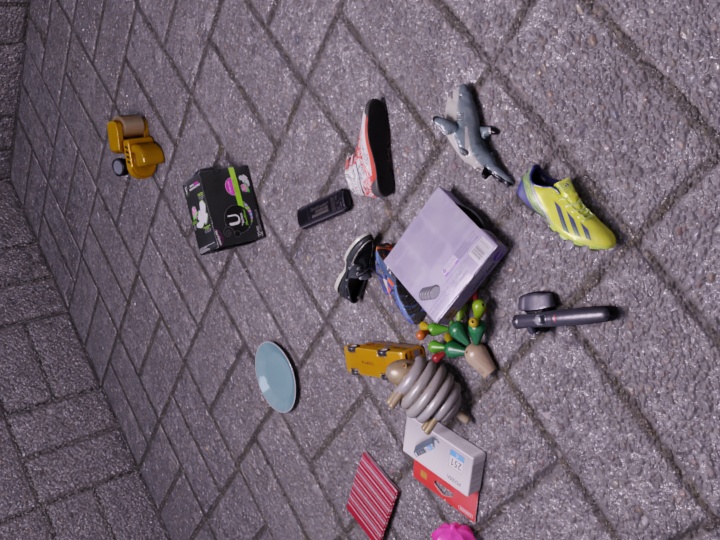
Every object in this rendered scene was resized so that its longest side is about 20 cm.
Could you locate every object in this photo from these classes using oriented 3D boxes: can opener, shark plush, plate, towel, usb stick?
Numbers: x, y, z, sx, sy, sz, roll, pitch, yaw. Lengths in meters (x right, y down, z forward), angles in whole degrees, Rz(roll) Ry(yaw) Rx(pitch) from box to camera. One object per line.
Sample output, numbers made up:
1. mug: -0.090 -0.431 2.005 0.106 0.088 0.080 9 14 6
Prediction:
1. can opener: 0.342 0.078 1.344 0.199 0.063 0.080 -3 98 52
2. shark plush: 0.208 -0.236 1.417 0.083 0.091 0.201 -37 64 18
3. plate: -0.227 0.290 2.164 0.199 0.025 0.203 20 117 46
4. towel: 0.029 0.561 1.929 0.145 0.022 0.202 42 130 38
5. usb stick: -0.088 -0.142 1.844 0.199 0.032 0.056 -17 81 53

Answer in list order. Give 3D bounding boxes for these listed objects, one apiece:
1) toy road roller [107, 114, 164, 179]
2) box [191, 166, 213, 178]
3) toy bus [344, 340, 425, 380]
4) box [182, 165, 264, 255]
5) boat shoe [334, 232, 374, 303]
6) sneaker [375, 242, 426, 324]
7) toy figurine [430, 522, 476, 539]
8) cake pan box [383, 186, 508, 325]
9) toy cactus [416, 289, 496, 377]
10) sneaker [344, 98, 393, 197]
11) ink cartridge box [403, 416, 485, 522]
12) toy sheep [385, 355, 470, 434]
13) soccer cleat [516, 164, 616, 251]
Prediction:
1. toy road roller: -0.696 -0.389 2.472 0.145 0.122 0.203 2 103 36
2. box: -0.428 -0.176 2.227 0.159 0.045 0.203 -17 87 66
3. toy bus: 0.049 0.196 1.740 0.199 0.078 0.066 0 103 52
4. box: -0.365 -0.160 2.093 0.124 0.147 0.203 -15 90 54
5. boat shoe: -0.002 0.001 1.748 0.066 0.074 0.200 51 137 24
6. sneaker: 0.086 0.035 1.652 0.079 0.074 0.201 105 150 -47
7. toy figurine: 0.193 0.626 1.676 0.199 0.150 0.185 39 123 10
8. cake pan box: 0.159 -0.031 1.494 0.184 0.052 0.201 47 111 32
9. toy cactus: 0.200 0.134 1.532 0.166 0.102 0.200 53 129 13
10. sneaker: 0.008 -0.255 1.659 0.107 0.067 0.204 7 109 48
11. ink cartridge box: 0.172 0.423 1.685 0.199 0.044 0.179 26 120 45
12. toy sheep: 0.137 0.251 1.601 0.199 0.138 0.138 36 136 -3
13. soccer cleat: 0.339 -0.104 1.292 0.200 0.064 0.085 42 124 35
